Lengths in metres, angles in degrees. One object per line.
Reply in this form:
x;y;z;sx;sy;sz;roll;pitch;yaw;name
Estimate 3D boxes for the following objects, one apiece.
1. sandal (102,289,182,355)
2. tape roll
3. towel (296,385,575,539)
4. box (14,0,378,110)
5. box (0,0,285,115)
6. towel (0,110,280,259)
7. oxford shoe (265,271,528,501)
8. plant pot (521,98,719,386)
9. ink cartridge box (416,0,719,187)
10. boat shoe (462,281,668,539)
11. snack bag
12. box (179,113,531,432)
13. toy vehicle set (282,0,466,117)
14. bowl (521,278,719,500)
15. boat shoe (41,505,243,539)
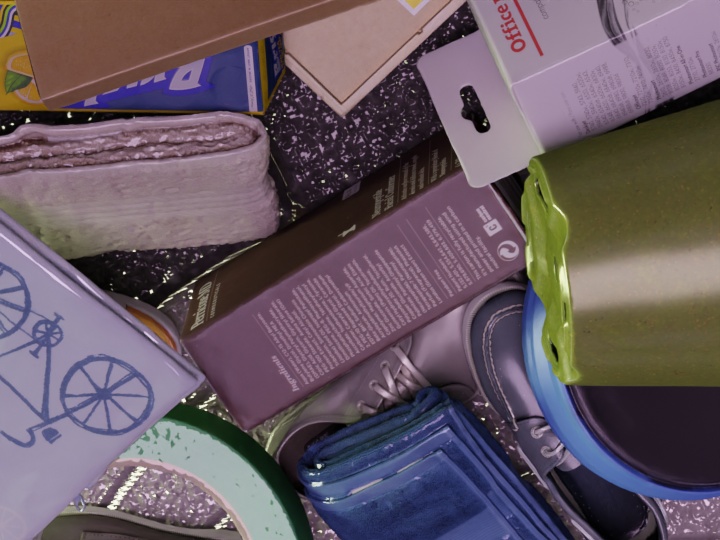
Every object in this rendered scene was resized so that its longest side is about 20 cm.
-0.210;0.044;1.556;0.206;0.059;0.079;14;111;-3;sandal
-0.127;0.178;1.548;0.200;0.048;0.201;1;98;7;tape roll
0.055;0.157;1.558;0.111;0.049;0.200;-27;128;18;towel
-0.095;-0.187;1.421;0.199;0.021;0.164;-18;67;2;box
-0.145;-0.130;1.469;0.199;0.064;0.070;1;118;10;box
-0.146;-0.045;1.493;0.199;0.133;0.035;-5;69;1;towel
0.023;0.070;1.559;0.200;0.058;0.075;-41;102;14;oxford shoe
0.187;-0.014;1.397;0.189;0.200;0.201;-7;110;-5;plant pot
0.125;-0.140;1.427;0.199;0.116;0.068;-26;138;4;ink cartridge box
0.126;0.093;1.544;0.073;0.062;0.200;-31;116;-2;boat shoe
-0.219;0.069;1.480;0.188;0.021;0.200;39;110;-19;snack bag
0.000;0.000;1.511;0.200;0.100;0.075;-33;106;12;box
0.016;-0.196;1.475;0.200;0.027;0.124;-42;104;16;toy vehicle set
0.192;0.033;1.506;0.200;0.039;0.202;-1;94;-15;bowl
-0.138;0.190;1.607;0.201;0.060;0.072;5;113;1;boat shoe
